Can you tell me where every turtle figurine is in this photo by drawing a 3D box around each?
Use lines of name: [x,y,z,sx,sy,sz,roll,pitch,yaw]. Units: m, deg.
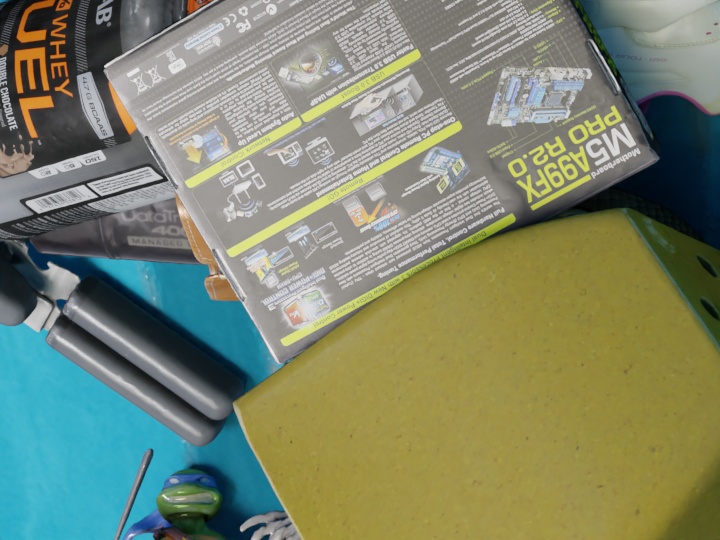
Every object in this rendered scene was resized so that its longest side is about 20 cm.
turtle figurine: [-0.088,0.200,1.202,0.200,0.144,0.194,-17,70,45]

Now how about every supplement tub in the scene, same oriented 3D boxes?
supplement tub: [-0.123,-0.092,1.086,0.200,0.123,0.123,-14,113,30]

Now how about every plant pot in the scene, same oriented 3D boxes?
plant pot: [0.103,0.085,0.958,0.200,0.194,0.196,-45,55,19]

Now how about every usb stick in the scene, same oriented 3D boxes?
usb stick: [-0.096,-0.029,1.170,0.200,0.033,0.055,4,114,22]

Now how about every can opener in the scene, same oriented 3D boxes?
can opener: [-0.162,0.036,1.223,0.200,0.066,0.053,33,131,-4]

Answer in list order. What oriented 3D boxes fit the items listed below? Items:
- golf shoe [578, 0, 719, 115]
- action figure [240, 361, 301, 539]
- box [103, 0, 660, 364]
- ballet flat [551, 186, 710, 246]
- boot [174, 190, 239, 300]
golf shoe: [0.087,-0.100,1.019,0.200,0.075,0.092,-7,120,29]
action figure: [-0.011,0.145,1.121,0.102,0.119,0.200,-11,101,-11]
box: [0.010,-0.074,0.961,0.200,0.044,0.160,-29,99,12]
ballet flat: [0.167,0.026,1.075,0.200,0.046,0.067,37,127,-1]
boot: [0.000,0.000,1.074,0.155,0.074,0.200,-13,132,5]
